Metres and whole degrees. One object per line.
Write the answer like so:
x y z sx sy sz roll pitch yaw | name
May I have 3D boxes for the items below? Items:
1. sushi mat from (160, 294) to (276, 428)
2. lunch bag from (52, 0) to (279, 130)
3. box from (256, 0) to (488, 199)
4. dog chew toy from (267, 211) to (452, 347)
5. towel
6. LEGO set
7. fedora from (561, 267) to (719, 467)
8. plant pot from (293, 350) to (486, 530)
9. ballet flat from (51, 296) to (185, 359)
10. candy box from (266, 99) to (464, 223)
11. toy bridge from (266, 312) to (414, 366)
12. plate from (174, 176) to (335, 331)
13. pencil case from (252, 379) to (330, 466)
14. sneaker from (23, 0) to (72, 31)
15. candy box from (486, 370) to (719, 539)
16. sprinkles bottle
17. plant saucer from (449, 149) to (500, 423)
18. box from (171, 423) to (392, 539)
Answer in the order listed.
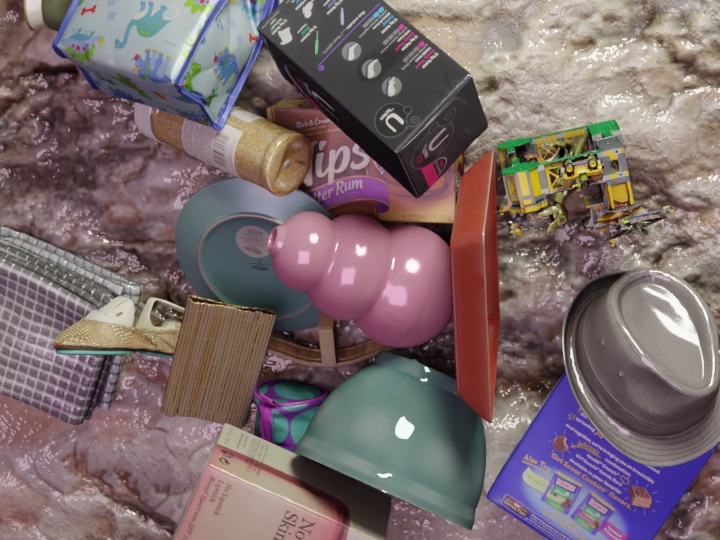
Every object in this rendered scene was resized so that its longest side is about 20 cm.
-0.153 0.101 1.734 0.095 0.012 0.201 9 137 -10 | sushi mat
-0.181 -0.263 1.629 0.169 0.127 0.202 18 78 25 | lunch bag
0.012 -0.185 1.567 0.106 0.122 0.200 -45 67 -5 | box
0.000 0.000 1.628 0.198 0.125 0.125 20 112 -21 | dog chew toy
-0.356 0.063 1.806 0.198 0.086 0.167 24 111 9 | towel
0.203 -0.064 1.564 0.152 0.200 0.117 -14 103 -2 | LEGO set
0.288 0.078 1.568 0.175 0.090 0.201 -16 69 -17 | fedora
0.048 0.164 1.674 0.199 0.200 0.135 22 82 9 | plant pot
-0.238 0.060 1.732 0.070 0.199 0.066 7 91 45 | ballet flat
0.006 -0.113 1.668 0.198 0.056 0.118 3 106 14 | candy box
-0.033 0.073 1.729 0.198 0.027 0.068 0 139 4 | toy bridge
-0.103 -0.009 1.707 0.198 0.026 0.202 9 129 11 | plate
-0.083 0.219 1.765 0.085 0.092 0.202 18 109 38 | pencil case
-0.298 -0.346 1.693 0.089 0.067 0.202 6 107 7 | sneaker
0.252 0.190 1.667 0.168 0.077 0.201 33 112 7 | candy box
-0.141 -0.138 1.659 0.199 0.068 0.069 26 112 34 | sprinkles bottle
0.111 0.012 1.575 0.036 0.200 0.201 0 117 8 | plant saucer
-0.083 0.268 1.678 0.198 0.109 0.129 24 107 -2 | box
